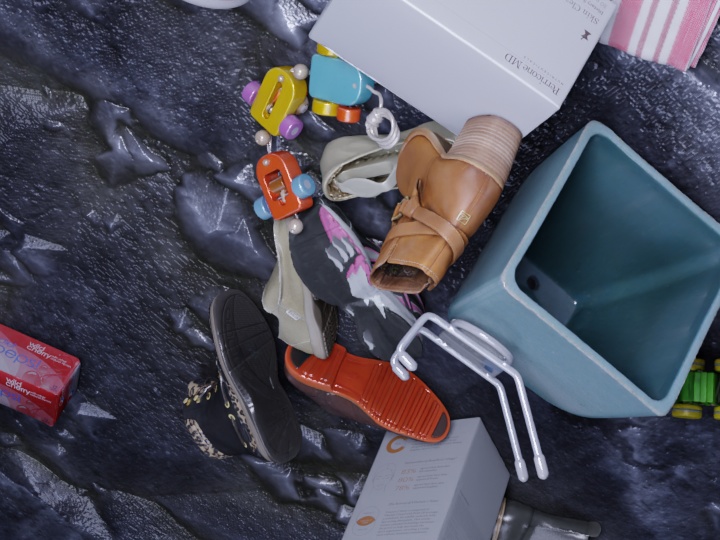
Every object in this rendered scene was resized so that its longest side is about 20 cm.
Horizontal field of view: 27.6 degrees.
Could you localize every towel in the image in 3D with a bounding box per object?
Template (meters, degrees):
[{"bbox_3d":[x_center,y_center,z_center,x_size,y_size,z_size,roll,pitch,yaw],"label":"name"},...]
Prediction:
[{"bbox_3d":[0.210,-0.259,1.225,0.199,0.030,0.147,22,134,8],"label":"towel"}]

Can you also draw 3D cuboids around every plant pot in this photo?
[{"bbox_3d":[0.192,0.018,1.361,0.196,0.197,0.200,39,153,-13],"label":"plant pot"}]

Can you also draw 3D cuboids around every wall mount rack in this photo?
[{"bbox_3d":[0.110,0.113,1.342,0.174,0.075,0.200,37,172,4],"label":"wall mount rack"}]

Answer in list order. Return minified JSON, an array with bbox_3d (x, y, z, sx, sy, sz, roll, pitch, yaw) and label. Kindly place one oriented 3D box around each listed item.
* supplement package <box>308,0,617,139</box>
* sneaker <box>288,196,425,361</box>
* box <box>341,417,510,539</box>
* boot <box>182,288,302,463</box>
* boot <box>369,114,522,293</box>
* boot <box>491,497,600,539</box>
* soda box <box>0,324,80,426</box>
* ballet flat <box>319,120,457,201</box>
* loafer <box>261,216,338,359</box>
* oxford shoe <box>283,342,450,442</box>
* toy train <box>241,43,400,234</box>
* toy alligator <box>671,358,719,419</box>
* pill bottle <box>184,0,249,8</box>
[{"bbox_3d":[0.081,-0.208,1.224,0.200,0.111,0.156,32,162,-7],"label":"supplement package"},{"bbox_3d":[0.000,0.000,1.491,0.080,0.086,0.200,-17,122,28],"label":"sneaker"},{"bbox_3d":[0.072,0.270,1.615,0.124,0.200,0.098,-10,124,30],"label":"box"},{"bbox_3d":[-0.151,0.127,1.666,0.150,0.073,0.201,-16,99,53],"label":"boot"},{"bbox_3d":[0.056,-0.044,1.265,0.077,0.156,0.200,36,161,-20],"label":"boot"},{"bbox_3d":[0.199,0.357,1.729,0.138,0.078,0.201,11,133,7],"label":"boot"},{"bbox_3d":[-0.446,0.111,1.788,0.199,0.070,0.064,22,133,4],"label":"soda box"},{"bbox_3d":[0.048,-0.101,1.400,0.199,0.070,0.070,-8,125,28],"label":"ballet flat"},{"bbox_3d":[-0.071,0.015,1.543,0.068,0.076,0.201,2,130,13],"label":"loafer"},{"bbox_3d":[0.007,0.139,1.633,0.199,0.071,0.073,28,151,7],"label":"oxford shoe"},{"bbox_3d":[-0.036,-0.133,1.389,0.200,0.056,0.151,-30,82,39],"label":"toy train"},{"bbox_3d":[0.378,0.120,1.464,0.199,0.060,0.054,0,171,21],"label":"toy alligator"},{"bbox_3d":[-0.110,-0.330,1.240,0.108,0.109,0.200,26,134,0],"label":"pill bottle"}]
